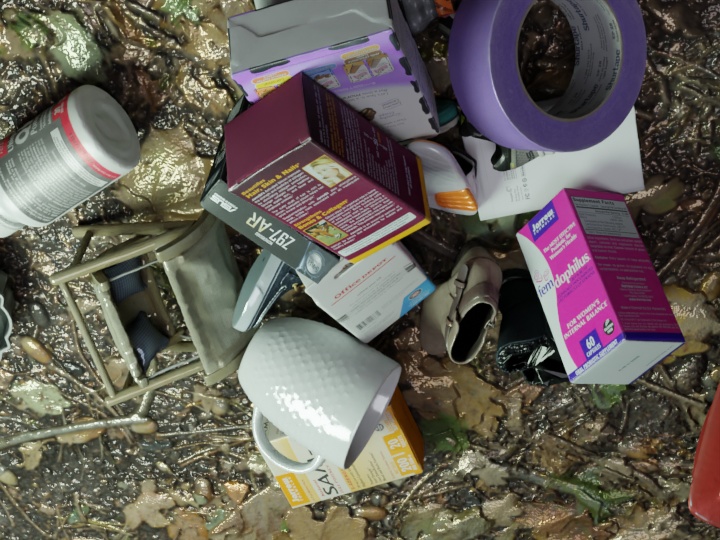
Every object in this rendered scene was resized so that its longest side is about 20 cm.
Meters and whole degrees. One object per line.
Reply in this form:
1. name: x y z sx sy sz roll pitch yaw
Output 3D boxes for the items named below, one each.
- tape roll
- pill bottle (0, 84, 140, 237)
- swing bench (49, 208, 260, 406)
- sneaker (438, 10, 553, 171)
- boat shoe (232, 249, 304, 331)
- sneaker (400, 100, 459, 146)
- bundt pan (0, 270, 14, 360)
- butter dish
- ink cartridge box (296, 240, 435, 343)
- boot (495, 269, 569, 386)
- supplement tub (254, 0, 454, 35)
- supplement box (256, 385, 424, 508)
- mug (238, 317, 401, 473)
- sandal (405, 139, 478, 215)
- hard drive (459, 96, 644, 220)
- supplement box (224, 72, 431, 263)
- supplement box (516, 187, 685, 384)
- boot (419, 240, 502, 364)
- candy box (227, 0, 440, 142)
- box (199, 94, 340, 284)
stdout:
1. tape roll: 0.195 -0.226 1.245 0.197 0.085 0.203 -3 98 -26
2. pill bottle: -0.363 -0.120 1.388 0.198 0.111 0.111 -29 118 20
3. swing bench: -0.244 0.037 1.475 0.197 0.130 0.201 -11 122 10
4. sneaker: 0.135 -0.192 1.320 0.087 0.074 0.201 -34 107 9
5. boat shoe: -0.076 -0.002 1.445 0.090 0.071 0.202 27 97 -17
6. sneaker: 0.015 -0.187 1.351 0.197 0.078 0.081 3 112 -1
7. bundt pan: -0.531 0.039 1.522 0.198 0.076 0.204 1 123 2
8. butter dish: 0.515 0.248 1.575 0.197 0.148 0.203 19 81 -9
9. ink cartridge box: 0.000 0.000 1.401 0.115 0.067 0.200 -37 151 5
10. boot: 0.258 0.075 1.451 0.197 0.169 0.077 7 125 -3
11. supplement tub: -0.006 -0.295 1.248 0.197 0.123 0.124 -12 122 10
12. supplement box: -0.026 0.234 1.626 0.197 0.074 0.127 -18 120 15
13. mug: -0.068 0.163 1.502 0.174 0.147 0.202 28 112 12
14. sandal: 0.098 -0.119 1.359 0.078 0.060 0.207 13 166 14
15. hard drive: 0.225 -0.137 1.398 0.197 0.027 0.133 -10 122 10
16. supplement box: -0.032 -0.098 1.213 0.110 0.087 0.199 -28 142 28
17. supplement box: 0.272 0.017 1.372 0.102 0.202 0.101 4 145 -32
18. boot: 0.118 0.063 1.462 0.069 0.147 0.202 12 124 -8
19. candy box: -0.023 -0.197 1.222 0.165 0.073 0.200 -13 154 12
20. box: -0.087 -0.099 1.333 0.159 0.201 0.044 34 123 -19
